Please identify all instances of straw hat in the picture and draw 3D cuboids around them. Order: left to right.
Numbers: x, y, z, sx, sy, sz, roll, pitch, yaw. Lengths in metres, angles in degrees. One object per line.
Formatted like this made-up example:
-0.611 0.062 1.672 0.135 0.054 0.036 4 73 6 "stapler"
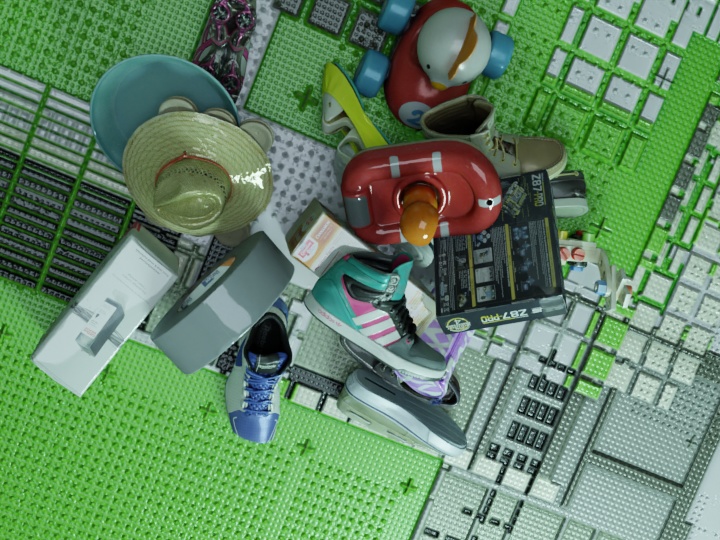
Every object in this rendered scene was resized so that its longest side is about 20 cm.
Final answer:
-0.213 -0.098 1.345 0.197 0.086 0.203 2 128 3 "straw hat"

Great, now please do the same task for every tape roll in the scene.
-0.177 0.040 1.370 0.200 0.200 0.066 -43 103 0 "tape roll"

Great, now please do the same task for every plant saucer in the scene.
-0.247 -0.195 1.373 0.196 0.036 0.202 2 128 3 "plant saucer"

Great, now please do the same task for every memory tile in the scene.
-0.199 -0.126 1.388 0.151 0.017 0.202 15 126 -6 "memory tile"

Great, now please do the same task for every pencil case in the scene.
0.118 0.074 1.442 0.084 0.085 0.202 38 65 -24 "pencil case"

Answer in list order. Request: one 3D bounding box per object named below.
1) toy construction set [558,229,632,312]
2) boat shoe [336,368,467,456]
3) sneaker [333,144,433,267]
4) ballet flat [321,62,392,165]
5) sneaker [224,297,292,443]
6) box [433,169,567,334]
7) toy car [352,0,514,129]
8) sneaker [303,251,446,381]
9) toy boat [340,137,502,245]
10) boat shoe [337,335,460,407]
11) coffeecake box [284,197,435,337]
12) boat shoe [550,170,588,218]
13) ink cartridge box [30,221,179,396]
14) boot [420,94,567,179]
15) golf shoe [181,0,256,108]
0.282 -0.017 1.463 0.197 0.131 0.093 21 96 -11 "toy construction set"
0.058 0.209 1.507 0.198 0.072 0.062 32 118 -8 "boat shoe"
0.045 -0.100 1.455 0.200 0.076 0.081 48 66 -7 "sneaker"
-0.012 -0.184 1.394 0.066 0.067 0.201 -29 75 -15 "ballet flat"
-0.138 0.137 1.434 0.079 0.115 0.203 7 98 -8 "sneaker"
0.172 -0.026 1.353 0.159 0.202 0.049 -12 142 16 "box"
0.106 -0.266 1.364 0.182 0.200 0.179 22 95 -10 "toy car"
0.043 0.042 1.308 0.198 0.084 0.122 31 107 -10 "sneaker"
0.075 -0.079 1.295 0.196 0.132 0.132 -7 126 6 "toy boat"
0.059 0.129 1.486 0.199 0.065 0.072 33 93 -11 "boat shoe"
0.000 0.000 1.413 0.199 0.154 0.073 38 94 -12 "coffeecake box"
0.213 -0.108 1.474 0.197 0.072 0.062 0 75 -2 "boat shoe"
-0.326 0.047 1.377 0.085 0.146 0.200 41 92 -13 "ink cartridge box"
0.174 -0.166 1.378 0.196 0.155 0.073 -5 66 3 "boot"
-0.178 -0.278 1.386 0.072 0.093 0.202 20 118 -11 "golf shoe"
